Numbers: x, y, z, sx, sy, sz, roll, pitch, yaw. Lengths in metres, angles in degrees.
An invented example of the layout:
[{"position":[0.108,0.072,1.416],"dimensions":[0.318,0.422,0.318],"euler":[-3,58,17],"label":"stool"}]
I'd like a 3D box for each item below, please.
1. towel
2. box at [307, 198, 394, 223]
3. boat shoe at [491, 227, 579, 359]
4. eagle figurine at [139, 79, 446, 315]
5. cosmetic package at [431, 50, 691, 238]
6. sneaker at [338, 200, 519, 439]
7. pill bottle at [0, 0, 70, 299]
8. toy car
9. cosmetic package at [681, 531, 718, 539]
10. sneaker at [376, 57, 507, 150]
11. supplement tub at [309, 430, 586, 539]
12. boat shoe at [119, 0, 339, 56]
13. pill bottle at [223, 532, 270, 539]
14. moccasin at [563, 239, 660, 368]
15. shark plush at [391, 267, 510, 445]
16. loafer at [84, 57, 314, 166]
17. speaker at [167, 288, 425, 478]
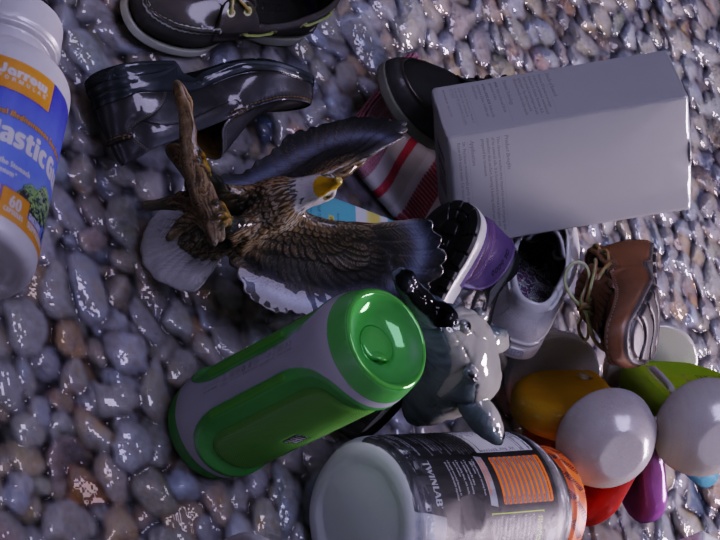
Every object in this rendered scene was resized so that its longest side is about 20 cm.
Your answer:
[{"position":[0.073,-0.073,1.886],"dimensions":[0.200,0.023,0.144],"euler":[49,44,-14],"label":"towel"},{"position":[0.000,0.000,1.755],"dimensions":[0.199,0.049,0.083],"euler":[20,57,-36],"label":"box"},{"position":[0.146,-0.011,1.838],"dimensions":[0.072,0.069,0.200],"euler":[29,38,3],"label":"boat shoe"},{"position":[-0.049,-0.045,1.635],"dimensions":[0.199,0.151,0.153],"euler":[5,104,-44],"label":"eagle figurine"},{"position":[0.163,-0.098,1.805],"dimensions":[0.081,0.199,0.113],"euler":[-106,-172,-54],"label":"cosmetic package"},{"position":[0.058,0.053,1.716],"dimensions":[0.087,0.076,0.201],"euler":[36,86,-42],"label":"sneaker"},{"position":[-0.256,-0.089,1.505],"dimensions":[0.112,0.112,0.201],"euler":[28,52,-31],"label":"pill bottle"},{"position":[0.215,0.137,1.819],"dimensions":[0.199,0.175,0.151],"euler":[-5,113,-16],"label":"toy car"},{"position":[0.324,0.309,1.878],"dimensions":[0.199,0.081,0.113],"euler":[28,52,-31],"label":"cosmetic package"},{"position":[0.111,-0.143,1.857],"dimensions":[0.199,0.106,0.075],"euler":[25,46,-37],"label":"sneaker"},{"position":[0.070,0.182,1.674],"dimensions":[0.199,0.122,0.123],"euler":[3,67,-44],"label":"supplement tub"},{"position":[-0.100,-0.213,1.761],"dimensions":[0.201,0.060,0.072],"euler":[-10,76,-47],"label":"boat shoe"},{"position":[-0.023,0.269,1.544],"dimensions":[0.200,0.114,0.114],"euler":[31,51,-30],"label":"pill bottle"},{"position":[0.201,0.023,1.795],"dimensions":[0.202,0.077,0.074],"euler":[-78,167,-64],"label":"moccasin"},{"position":[0.051,0.066,1.585],"dimensions":[0.200,0.083,0.091],"euler":[52,39,-67],"label":"shark plush"},{"position":[-0.117,-0.118,1.696],"dimensions":[0.199,0.073,0.073],"euler":[-7,83,-36],"label":"loafer"},{"position":[-0.047,0.081,1.554],"dimensions":[0.088,0.200,0.089],"euler":[22,55,-35],"label":"speaker"}]
